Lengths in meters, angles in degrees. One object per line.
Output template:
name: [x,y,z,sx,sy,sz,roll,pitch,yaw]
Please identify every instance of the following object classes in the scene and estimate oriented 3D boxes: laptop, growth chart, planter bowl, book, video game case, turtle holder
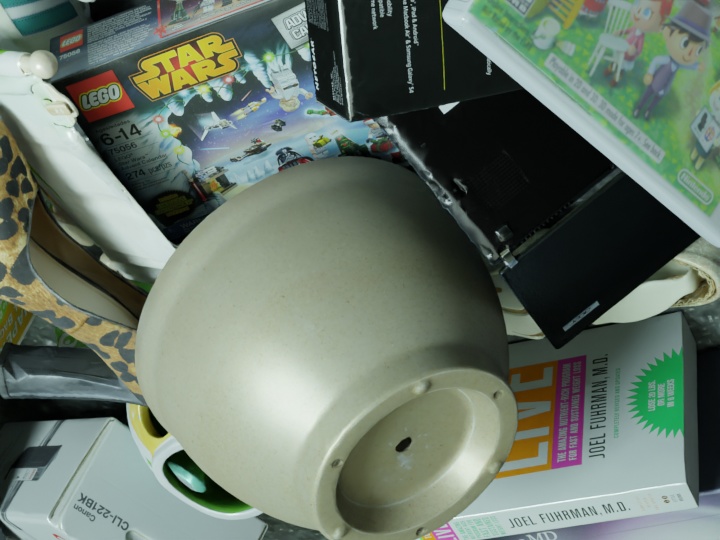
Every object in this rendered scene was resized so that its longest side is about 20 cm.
laptop: [0.116,-0.081,0.705,0.177,0.103,0.200,-39,95,3]
growth chart: [-0.153,-0.050,0.730,0.145,0.018,0.200,18,153,42]
planter bowl: [0.000,0.059,0.723,0.200,0.135,0.200,-19,133,-22]
book: [0.109,0.105,0.857,0.200,0.134,0.048,-14,128,24]
video game case: [0.152,-0.131,0.594,0.200,0.022,0.182,33,89,-34]
turtle holder: [-0.087,0.071,0.868,0.141,0.132,0.186,-11,130,23]

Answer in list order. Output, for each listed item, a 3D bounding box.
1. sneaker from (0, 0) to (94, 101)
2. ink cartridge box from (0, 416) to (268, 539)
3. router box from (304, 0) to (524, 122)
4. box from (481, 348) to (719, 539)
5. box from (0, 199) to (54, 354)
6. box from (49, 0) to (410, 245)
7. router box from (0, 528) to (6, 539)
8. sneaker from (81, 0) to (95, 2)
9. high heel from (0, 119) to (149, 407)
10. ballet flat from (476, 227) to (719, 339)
sneaker: [-0.171,-0.159,0.708,0.093,0.070,0.200,-47,131,8]
ink cartridge box: [-0.182,0.176,0.973,0.144,0.084,0.200,39,154,-24]
router box: [0.046,-0.174,0.572,0.149,0.051,0.200,-13,113,-17]
box: [0.186,0.177,0.919,0.200,0.123,0.198,-16,126,25]
box: [-0.262,0.012,0.798,0.112,0.200,0.101,9,135,8]
box: [-0.041,-0.095,0.717,0.200,0.040,0.137,-19,137,9]
router box: [-0.326,0.115,0.937,0.157,0.052,0.200,16,129,45]
sneaker: [-0.063,-0.167,0.640,0.200,0.075,0.081,-4,156,9]
high heel: [-0.136,-0.004,0.740,0.143,0.071,0.200,1,131,2]
ballet flat: [0.120,0.008,0.811,0.200,0.062,0.067,-15,129,25]
